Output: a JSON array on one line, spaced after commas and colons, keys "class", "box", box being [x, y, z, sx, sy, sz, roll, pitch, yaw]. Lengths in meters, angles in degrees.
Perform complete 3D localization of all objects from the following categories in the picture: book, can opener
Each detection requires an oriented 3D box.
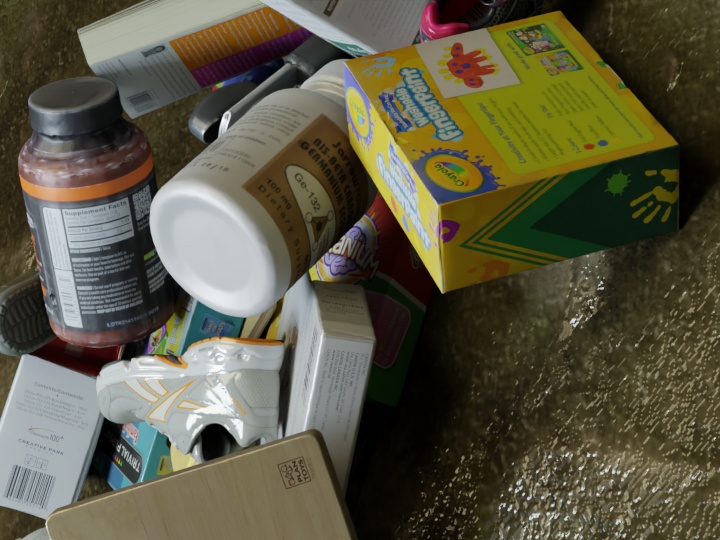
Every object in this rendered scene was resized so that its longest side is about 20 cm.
[{"class": "book", "box": [-0.112, -0.189, 1.532, 0.199, 0.134, 0.048, -22, 73, 2]}, {"class": "can opener", "box": [-0.051, -0.161, 1.494, 0.067, 0.053, 0.200, 33, 59, 25]}]

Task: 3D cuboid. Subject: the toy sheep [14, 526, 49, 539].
[{"class": "toy sheep", "box": [-0.249, 0.275, 1.587, 0.200, 0.137, 0.138, 41, 105, 46]}]

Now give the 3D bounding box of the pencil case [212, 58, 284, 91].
[{"class": "pencil case", "box": [-0.075, -0.133, 1.606, 0.200, 0.078, 0.087, -125, 48, -70]}]

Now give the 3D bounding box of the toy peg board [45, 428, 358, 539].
[{"class": "toy peg board", "box": [-0.084, 0.224, 1.325, 0.198, 0.201, 0.098, -18, 4, 9]}]

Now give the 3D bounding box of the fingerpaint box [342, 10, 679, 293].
[{"class": "fingerpaint box", "box": [0.096, -0.083, 1.280, 0.200, 0.166, 0.074, -121, 20, -52]}]

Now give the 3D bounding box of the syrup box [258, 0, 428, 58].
[{"class": "syrup box", "box": [-0.005, -0.209, 1.423, 0.079, 0.199, 0.082, 26, 89, 57]}]

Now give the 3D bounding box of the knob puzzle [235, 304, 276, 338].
[{"class": "knob puzzle", "box": [-0.115, 0.032, 1.635, 0.220, 0.030, 0.221, -46, 36, 48]}]

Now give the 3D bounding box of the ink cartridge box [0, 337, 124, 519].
[{"class": "ink cartridge box", "box": [-0.263, 0.108, 1.679, 0.200, 0.083, 0.177, -137, 65, -81]}]

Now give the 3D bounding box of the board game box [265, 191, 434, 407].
[{"class": "board game box", "box": [0.000, 0.000, 1.484, 0.153, 0.040, 0.201, 1, 71, 56]}]

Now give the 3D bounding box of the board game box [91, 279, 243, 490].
[{"class": "board game box", "box": [-0.161, 0.091, 1.602, 0.151, 0.047, 0.201, 25, 98, 67]}]

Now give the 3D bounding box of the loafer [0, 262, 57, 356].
[{"class": "loafer", "box": [-0.260, 0.018, 1.618, 0.069, 0.200, 0.076, -2, 102, 35]}]

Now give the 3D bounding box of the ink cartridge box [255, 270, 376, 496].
[{"class": "ink cartridge box", "box": [-0.036, 0.100, 1.407, 0.176, 0.044, 0.201, -107, 27, -66]}]

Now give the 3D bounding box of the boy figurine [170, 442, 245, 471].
[{"class": "boy figurine", "box": [-0.109, 0.205, 1.470, 0.125, 0.064, 0.201, 90, 174, -55]}]

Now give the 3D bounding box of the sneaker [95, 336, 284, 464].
[{"class": "sneaker", "box": [-0.134, 0.108, 1.450, 0.199, 0.075, 0.093, -16, 73, 47]}]

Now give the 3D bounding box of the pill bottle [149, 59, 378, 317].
[{"class": "pill bottle", "box": [-0.051, -0.066, 1.391, 0.114, 0.115, 0.200, -21, 19, 48]}]

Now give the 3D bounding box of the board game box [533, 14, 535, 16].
[{"class": "board game box", "box": [0.065, -0.185, 1.519, 0.200, 0.028, 0.136, -17, 57, 50]}]

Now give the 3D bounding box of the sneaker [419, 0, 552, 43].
[{"class": "sneaker", "box": [0.120, -0.223, 1.379, 0.080, 0.075, 0.200, 36, 85, 21]}]

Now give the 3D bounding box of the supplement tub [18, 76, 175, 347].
[{"class": "supplement tub", "box": [-0.210, -0.048, 1.512, 0.107, 0.106, 0.201, -138, 37, -57]}]
